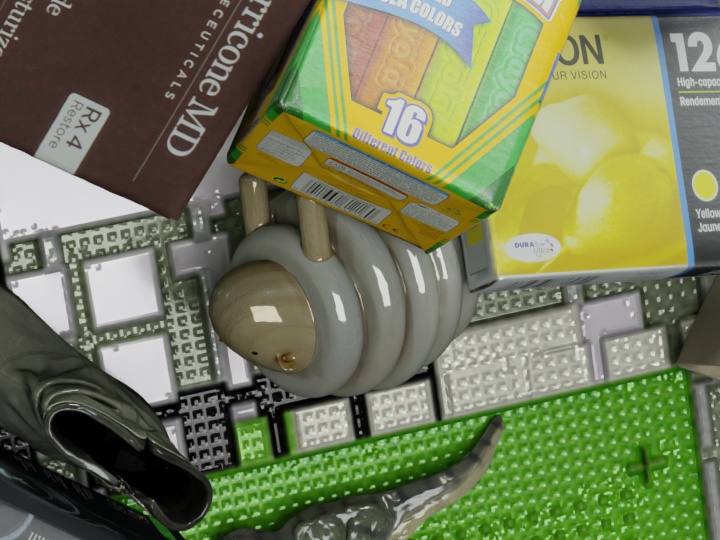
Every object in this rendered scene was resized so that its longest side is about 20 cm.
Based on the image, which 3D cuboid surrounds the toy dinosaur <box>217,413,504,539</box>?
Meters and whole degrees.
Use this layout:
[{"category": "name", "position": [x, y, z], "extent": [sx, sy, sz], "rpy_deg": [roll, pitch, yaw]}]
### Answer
[{"category": "toy dinosaur", "position": [0.008, 0.160, 1.621], "extent": [0.200, 0.047, 0.088], "rpy_deg": [-22, 99, -16]}]

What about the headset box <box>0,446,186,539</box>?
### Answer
[{"category": "headset box", "position": [-0.170, 0.163, 1.495], "extent": [0.200, 0.174, 0.093], "rpy_deg": [28, 91, -19]}]

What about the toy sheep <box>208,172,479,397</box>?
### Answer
[{"category": "toy sheep", "position": [0.000, 0.000, 1.545], "extent": [0.200, 0.138, 0.138], "rpy_deg": [-19, 106, -35]}]

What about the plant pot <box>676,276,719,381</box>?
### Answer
[{"category": "plant pot", "position": [0.330, 0.000, 1.621], "extent": [0.200, 0.200, 0.177], "rpy_deg": [19, 83, -20]}]

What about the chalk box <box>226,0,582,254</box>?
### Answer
[{"category": "chalk box", "position": [0.034, -0.130, 1.437], "extent": [0.124, 0.124, 0.200], "rpy_deg": [24, 75, -10]}]

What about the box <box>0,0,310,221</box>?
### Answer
[{"category": "box", "position": [-0.145, -0.162, 1.427], "extent": [0.200, 0.164, 0.166], "rpy_deg": [25, 112, -19]}]

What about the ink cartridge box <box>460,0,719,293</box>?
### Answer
[{"category": "ink cartridge box", "position": [0.136, -0.093, 1.564], "extent": [0.197, 0.047, 0.200], "rpy_deg": [-4, 83, -28]}]

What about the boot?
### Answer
[{"category": "boot", "position": [-0.169, 0.062, 1.500], "extent": [0.200, 0.131, 0.068], "rpy_deg": [32, 89, -20]}]
